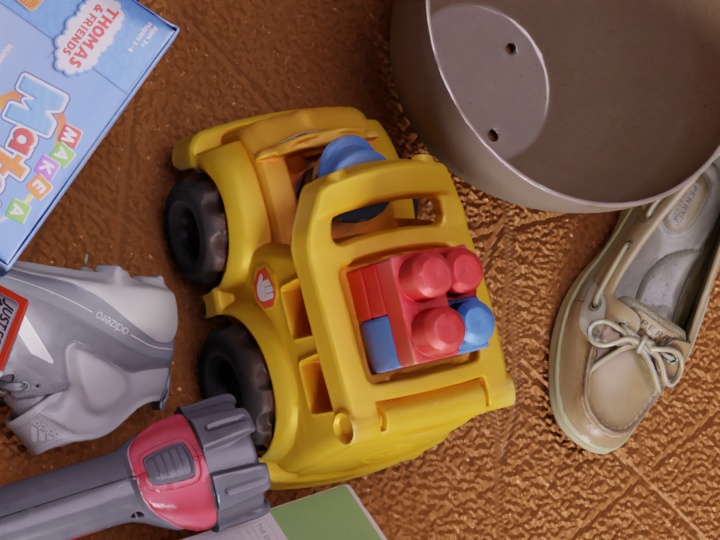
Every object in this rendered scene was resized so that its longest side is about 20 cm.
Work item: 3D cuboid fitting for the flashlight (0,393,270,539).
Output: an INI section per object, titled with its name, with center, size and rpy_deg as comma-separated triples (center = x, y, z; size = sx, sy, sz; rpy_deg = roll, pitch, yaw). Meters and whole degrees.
[flashlight]
center = -0.147, 0.120, 1.267
size = 0.200, 0.068, 0.068
rpy_deg = -17, 117, -15

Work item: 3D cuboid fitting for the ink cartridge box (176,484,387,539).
[ink cartridge box]
center = -0.063, 0.195, 1.273
size = 0.200, 0.048, 0.146
rpy_deg = -14, 49, -28

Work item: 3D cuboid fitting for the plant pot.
[plant pot]
center = 0.095, -0.119, 1.408
size = 0.200, 0.134, 0.200
rpy_deg = 6, 77, -24

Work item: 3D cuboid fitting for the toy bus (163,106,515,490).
[toy bus]
center = 0.000, 0.000, 1.306
size = 0.136, 0.192, 0.200
rpy_deg = -12, 83, -26

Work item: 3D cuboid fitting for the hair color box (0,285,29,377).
[hair color box]
center = -0.271, 0.017, 1.202
size = 0.200, 0.102, 0.061
rpy_deg = 30, 35, -12

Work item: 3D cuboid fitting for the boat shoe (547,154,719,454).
[boat shoe]
center = 0.169, 0.011, 1.458
size = 0.073, 0.063, 0.201
rpy_deg = 36, 66, -15

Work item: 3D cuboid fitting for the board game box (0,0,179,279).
[board game box]
center = -0.213, -0.114, 1.242
size = 0.200, 0.037, 0.151
rpy_deg = 35, 73, -4

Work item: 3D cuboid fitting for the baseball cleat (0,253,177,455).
[baseball cleat]
center = -0.186, 0.037, 1.275
size = 0.200, 0.070, 0.107
rpy_deg = 7, 82, -21
